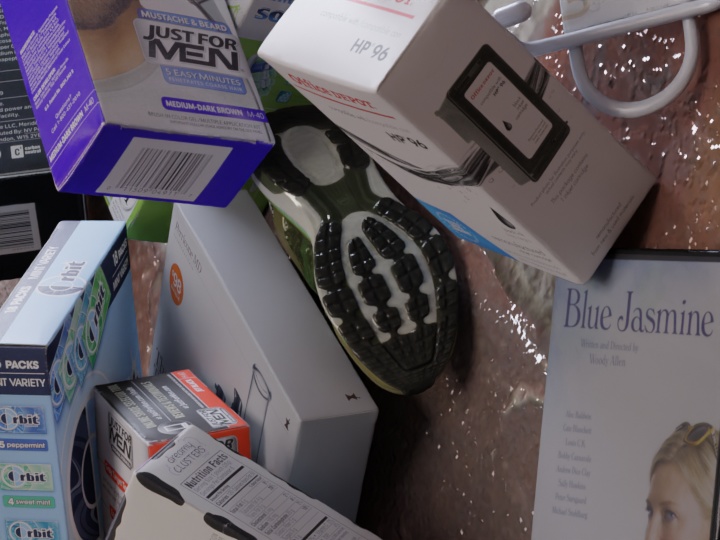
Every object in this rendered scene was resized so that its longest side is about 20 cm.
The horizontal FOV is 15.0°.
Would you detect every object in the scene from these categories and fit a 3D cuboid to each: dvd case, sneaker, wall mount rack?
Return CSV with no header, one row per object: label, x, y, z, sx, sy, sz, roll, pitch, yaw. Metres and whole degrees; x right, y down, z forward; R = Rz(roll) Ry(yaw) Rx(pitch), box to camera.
dvd case,0.131,0.089,1.284,0.143,0.018,0.200,1,85,58
sneaker,0.000,0.000,1.483,0.089,0.077,0.200,86,163,-49
wall mount rack,0.138,-0.180,1.283,0.174,0.075,0.200,-14,70,21

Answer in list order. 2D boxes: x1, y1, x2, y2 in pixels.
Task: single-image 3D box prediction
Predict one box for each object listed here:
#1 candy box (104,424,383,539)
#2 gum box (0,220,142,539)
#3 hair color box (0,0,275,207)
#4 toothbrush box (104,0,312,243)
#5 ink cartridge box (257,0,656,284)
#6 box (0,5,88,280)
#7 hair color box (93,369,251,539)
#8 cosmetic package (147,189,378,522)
candy box,-0.047,0.203,1.388,0.200,0.072,0.168,30,116,11
gum box,-0.162,0.096,1.541,0.170,0.045,0.200,-66,-26,-64
hair color box,-0.131,-0.134,1.496,0.065,0.109,0.200,-51,48,38
toothbrush box,-0.087,-0.133,1.604,0.200,0.086,0.146,-57,41,32
ink cartridge box,0.033,-0.085,1.296,0.068,0.200,0.116,-54,32,-9
box,-0.238,-0.113,1.764,0.148,0.107,0.200,95,166,-65
hair color box,-0.098,0.166,1.499,0.102,0.061,0.200,-144,47,-62
cosmetic package,-0.059,0.074,1.521,0.200,0.052,0.151,-123,36,-45
